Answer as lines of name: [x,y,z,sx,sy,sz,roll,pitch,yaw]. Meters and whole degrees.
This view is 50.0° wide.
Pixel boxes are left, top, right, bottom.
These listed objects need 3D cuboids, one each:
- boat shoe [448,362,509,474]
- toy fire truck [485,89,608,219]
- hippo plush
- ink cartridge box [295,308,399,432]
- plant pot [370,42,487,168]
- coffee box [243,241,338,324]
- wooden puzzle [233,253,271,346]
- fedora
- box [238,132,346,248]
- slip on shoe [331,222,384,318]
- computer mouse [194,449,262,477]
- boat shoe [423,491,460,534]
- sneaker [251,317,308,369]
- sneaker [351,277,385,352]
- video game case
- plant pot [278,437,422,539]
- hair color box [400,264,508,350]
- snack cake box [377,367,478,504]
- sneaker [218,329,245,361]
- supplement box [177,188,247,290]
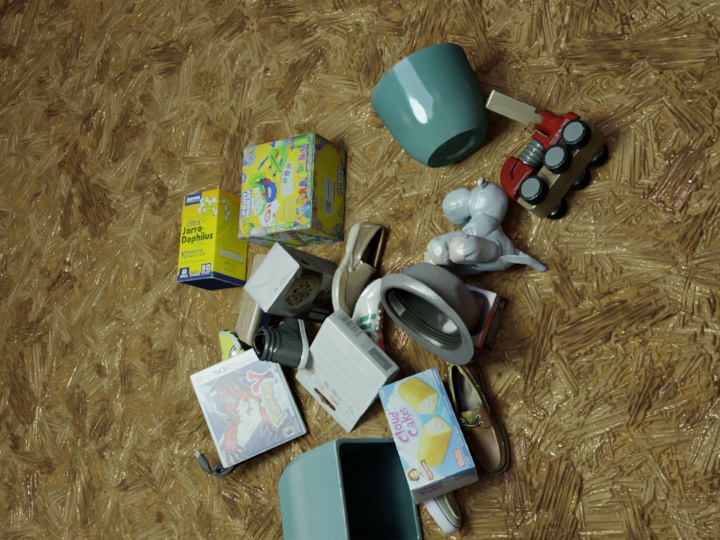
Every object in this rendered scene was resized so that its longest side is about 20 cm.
boat shoe: [0.194,0.253,1.330,0.072,0.068,0.201,-30,65,22]
toy fire truck: [0.298,-0.216,1.355,0.176,0.128,0.200,-54,45,11]
hippo plush: [0.202,-0.083,1.352,0.199,0.159,0.162,-6,76,33]
ink cartridge box: [-0.029,0.194,1.464,0.160,0.047,0.200,44,135,15]
plant pot: [0.143,-0.290,1.429,0.200,0.200,0.162,-34,73,22]
coffee box: [-0.117,0.029,1.511,0.080,0.200,0.113,44,102,29]
wooden puzzle: [-0.209,0.060,1.611,0.200,0.046,0.186,-176,102,-73]
fedora: [0.131,0.059,1.315,0.199,0.177,0.090,34,63,15]
box: [-0.143,-0.161,1.621,0.192,0.122,0.202,-5,76,32]
slip on shoe: [0.000,0.000,1.513,0.060,0.076,0.201,2,67,39]
computer mouse: [-0.295,0.339,1.632,0.140,0.046,0.200,-35,66,-7]
boat shoe: [0.130,0.356,1.348,0.062,0.072,0.201,-34,61,15]
sneaker: [-0.166,0.128,1.534,0.200,0.099,0.071,-124,52,-67]
sneaker: [0.023,0.113,1.485,0.093,0.070,0.201,34,100,23]
video game case: [-0.228,0.270,1.561,0.181,0.023,0.201,-23,81,1]
plant pot: [-0.038,0.414,1.378,0.199,0.196,0.197,-23,67,37]
hair color box: [0.156,0.065,1.406,0.199,0.061,0.102,18,88,34]
snack cake box: [0.114,0.281,1.329,0.114,0.067,0.201,-20,51,1]
sneaker: [-0.263,0.216,1.615,0.076,0.076,0.201,-22,68,-8]
supplement box: [-0.327,-0.066,1.728,0.108,0.109,0.201,-7,74,32]
